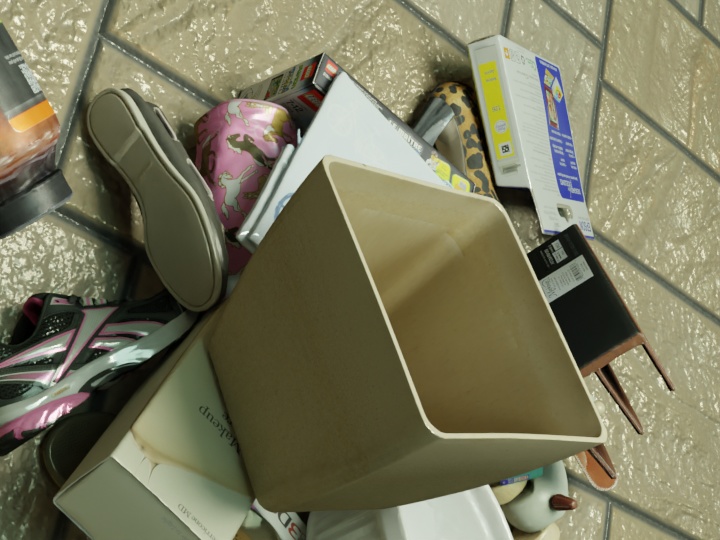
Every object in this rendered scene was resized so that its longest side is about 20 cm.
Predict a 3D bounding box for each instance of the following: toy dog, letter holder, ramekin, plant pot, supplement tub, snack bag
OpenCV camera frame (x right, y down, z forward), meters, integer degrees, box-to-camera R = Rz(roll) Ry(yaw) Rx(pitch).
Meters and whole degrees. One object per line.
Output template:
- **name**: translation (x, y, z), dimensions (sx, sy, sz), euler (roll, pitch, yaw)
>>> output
- **toy dog**: translation (0.197, 0.186, 1.273), dimensions (0.132, 0.096, 0.200), euler (39, 55, -31)
- **letter holder**: translation (0.218, 0.077, 1.209), dimensions (0.142, 0.100, 0.200), euler (51, 12, -29)
- **ramekin**: translation (0.043, 0.239, 1.067), dimensions (0.200, 0.105, 0.200), euler (45, 29, -34)
- **plant pot**: translation (0.013, 0.067, 0.889), dimensions (0.200, 0.177, 0.200), euler (10, 50, -49)
- **supplement tub**: translation (-0.277, -0.120, 0.888), dimensions (0.107, 0.107, 0.200), euler (-40, 107, -42)
- **snack bag**: translation (0.002, -0.040, 1.050), dimensions (0.189, 0.021, 0.200), euler (44, 51, -27)

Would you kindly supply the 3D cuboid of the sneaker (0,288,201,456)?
- **sneaker**: translation (-0.201, 0.046, 0.942), dimensions (0.086, 0.080, 0.200), euler (57, 40, -2)

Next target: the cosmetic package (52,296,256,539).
- **cosmetic package**: translation (-0.115, 0.119, 0.912), dimensions (0.104, 0.073, 0.200), euler (45, 33, -11)

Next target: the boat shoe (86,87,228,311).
- **boat shoe**: translation (-0.143, -0.059, 0.999), dimensions (0.057, 0.067, 0.200), euler (0, 55, -57)

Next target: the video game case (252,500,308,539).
- **video game case**: translation (-0.101, 0.270, 1.004), dimensions (0.181, 0.036, 0.200), euler (54, 48, -17)

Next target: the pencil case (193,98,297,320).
- **pencil case**: translation (-0.089, -0.042, 1.047), dimensions (0.086, 0.083, 0.200), euler (20, 55, -44)

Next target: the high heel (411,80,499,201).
- **high heel**: translation (0.127, -0.091, 1.297), dimensions (0.200, 0.071, 0.143), euler (47, 53, -18)

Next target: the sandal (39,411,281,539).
- **sandal**: translation (-0.138, 0.163, 0.954), dimensions (0.200, 0.054, 0.080), euler (34, 51, -6)

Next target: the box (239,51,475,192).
- **box**: translation (-0.004, -0.105, 1.147), dimensions (0.200, 0.110, 0.035), euler (37, 56, -31)

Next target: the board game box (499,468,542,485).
- **board game box**: translation (0.124, 0.090, 1.157), dimensions (0.200, 0.045, 0.152), euler (76, 1, -65)

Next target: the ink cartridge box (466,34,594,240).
- **ink cartridge box**: translation (0.179, -0.127, 1.337), dimensions (0.198, 0.047, 0.200), euler (3, 77, -65)
